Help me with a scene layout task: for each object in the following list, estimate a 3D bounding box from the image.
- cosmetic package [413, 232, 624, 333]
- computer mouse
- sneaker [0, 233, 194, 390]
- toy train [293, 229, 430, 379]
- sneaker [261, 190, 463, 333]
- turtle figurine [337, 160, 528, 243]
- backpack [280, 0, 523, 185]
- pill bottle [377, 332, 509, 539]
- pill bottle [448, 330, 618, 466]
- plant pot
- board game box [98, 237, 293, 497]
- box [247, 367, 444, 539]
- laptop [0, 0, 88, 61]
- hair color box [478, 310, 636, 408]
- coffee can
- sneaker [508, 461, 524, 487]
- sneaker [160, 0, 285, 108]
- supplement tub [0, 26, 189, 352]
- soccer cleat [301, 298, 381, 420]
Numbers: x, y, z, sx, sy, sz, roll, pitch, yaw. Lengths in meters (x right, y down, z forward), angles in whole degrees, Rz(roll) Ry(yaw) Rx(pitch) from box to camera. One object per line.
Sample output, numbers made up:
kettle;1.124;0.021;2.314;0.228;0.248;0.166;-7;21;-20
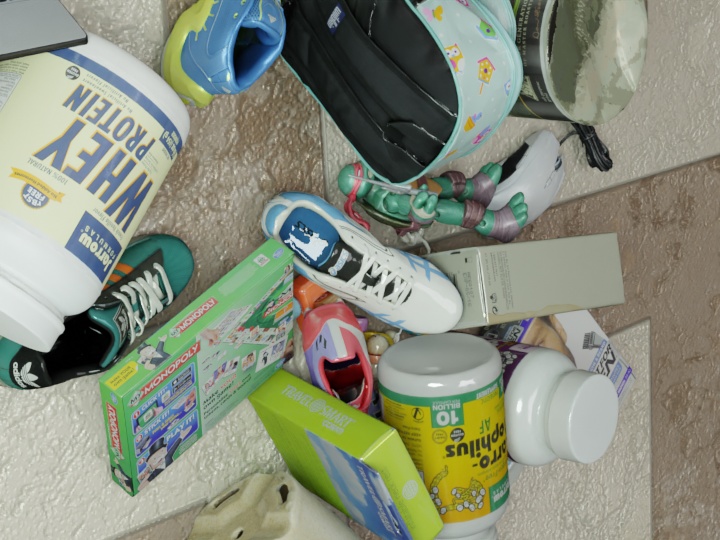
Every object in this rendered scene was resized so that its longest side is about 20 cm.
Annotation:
cosmetic package;0.146;0.010;1.444;0.198;0.103;0.074;-5;88;-41
computer mouse;0.190;-0.101;1.577;0.200;0.044;0.110;-44;127;-30
sneaker;-0.194;0.037;1.195;0.199;0.079;0.072;-36;122;-35
toy train;0.017;0.028;1.423;0.199;0.055;0.152;-32;119;-36
sneaker;0.000;0.000;1.330;0.199;0.073;0.072;30;106;-8
turtle figurine;0.051;-0.082;1.409;0.198;0.101;0.151;13;45;-31
backpack;0.042;-0.182;1.281;0.152;0.176;0.201;-18;70;-39
pill bottle;0.077;0.168;1.376;0.112;0.112;0.203;-21;115;-40
pill bottle;0.141;0.123;1.458;0.112;0.198;0.114;-11;105;-47
plant pot;-0.058;0.282;1.321;0.201;0.199;0.184;-51;118;-25
board game box;-0.130;0.079;1.266;0.200;0.029;0.136;-41;150;-33
box;-0.009;0.166;1.320;0.048;0.199;0.123;-40;124;-20
laptop;-0.299;-0.236;1.009;0.186;0.200;0.117;-18;144;-35
hair color box;0.207;0.098;1.621;0.200;0.064;0.110;47;66;-38
coffee can;0.139;-0.212;1.394;0.145;0.199;0.149;-10;105;-43
sneaker;0.093;0.223;1.534;0.082;0.073;0.201;51;54;-29
sneaker;-0.085;-0.222;1.237;0.075;0.104;0.202;27;80;-44
supplement tub;-0.226;-0.059;1.099;0.145;0.144;0.202;41;69;-41
soccer cleat;-0.011;0.114;1.370;0.066;0.077;0.201;-15;133;-3
